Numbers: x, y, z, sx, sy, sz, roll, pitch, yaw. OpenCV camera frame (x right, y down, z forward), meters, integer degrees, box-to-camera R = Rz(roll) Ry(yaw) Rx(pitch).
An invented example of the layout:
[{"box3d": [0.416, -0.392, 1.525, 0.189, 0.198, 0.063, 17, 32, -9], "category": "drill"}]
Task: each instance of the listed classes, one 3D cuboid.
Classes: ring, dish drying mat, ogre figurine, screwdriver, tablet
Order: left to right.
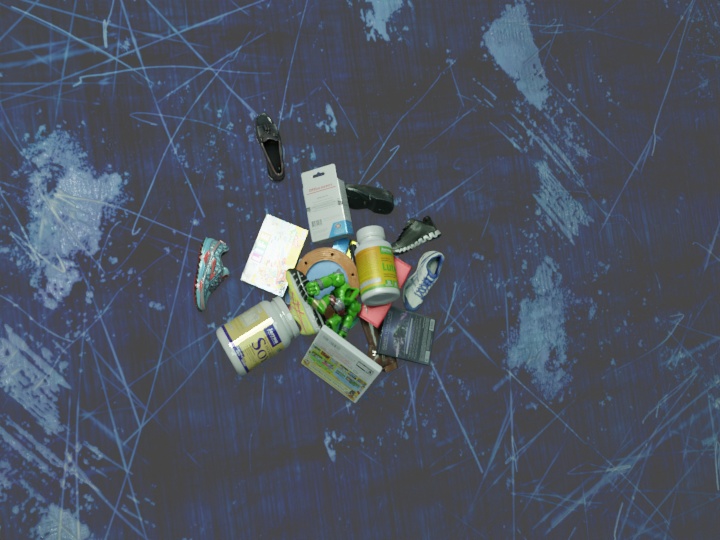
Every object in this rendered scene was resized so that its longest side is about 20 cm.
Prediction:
[{"box3d": [-0.122, 0.034, 1.607, 0.194, 0.014, 0.134, 1, 92, 5], "category": "tablet"}, {"box3d": [-0.097, 0.037, 1.589, 0.194, 0.019, 0.207, 0, 92, 6], "category": "ring"}, {"box3d": [-0.063, 0.089, 1.518, 0.120, 0.098, 0.202, -42, 100, -25], "category": "ogre figurine"}, {"box3d": [-0.001, 0.021, 1.591, 0.027, 0.029, 0.205, -4, 72, -35], "category": "screwdriver"}, {"box3d": [0.069, 0.060, 1.595, 0.076, 0.018, 0.203, 30, 84, 9], "category": "dish drying mat"}]

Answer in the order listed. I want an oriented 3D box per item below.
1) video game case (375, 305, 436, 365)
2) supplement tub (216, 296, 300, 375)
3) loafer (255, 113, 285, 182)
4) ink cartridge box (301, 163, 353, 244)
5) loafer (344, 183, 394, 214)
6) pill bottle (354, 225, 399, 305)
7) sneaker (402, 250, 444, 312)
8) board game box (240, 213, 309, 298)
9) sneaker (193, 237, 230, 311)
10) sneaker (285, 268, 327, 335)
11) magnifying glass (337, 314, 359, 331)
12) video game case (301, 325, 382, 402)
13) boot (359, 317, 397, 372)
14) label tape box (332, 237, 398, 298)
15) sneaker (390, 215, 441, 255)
[{"box3d": [0.140, 0.196, 1.672, 0.196, 0.019, 0.147, 17, 78, -30], "category": "video game case"}, {"box3d": [-0.279, 0.175, 1.521, 0.197, 0.145, 0.148, -31, 95, -15], "category": "supplement tub"}, {"box3d": [-0.255, -0.360, 1.605, 0.070, 0.063, 0.205, -14, 90, -16], "category": "loafer"}, {"box3d": [-0.096, -0.191, 1.608, 0.113, 0.068, 0.206, -12, 84, 16], "category": "ink cartridge box"}, {"box3d": [0.007, -0.227, 1.678, 0.195, 0.074, 0.073, 16, 43, -7], "category": "loafer"}, {"box3d": [0.042, -0.015, 1.550, 0.108, 0.111, 0.205, -3, 69, -15], "category": "pill bottle"}, {"box3d": [0.191, 0.030, 1.693, 0.074, 0.088, 0.204, 25, 81, -14], "category": "sneaker"}, {"box3d": [-0.243, -0.041, 1.586, 0.131, 0.034, 0.205, 20, 81, 2], "category": "board game box"}, {"box3d": [-0.407, 0.014, 1.531, 0.093, 0.079, 0.206, 9, 84, -17], "category": "sneaker"}, {"box3d": [-0.172, 0.094, 1.550, 0.089, 0.078, 0.204, -21, 95, 23], "category": "sneaker"}, {"box3d": [-0.059, 0.179, 1.647, 0.078, 0.022, 0.204, 24, 81, -13], "category": "magnifying glass"}, {"box3d": [-0.056, 0.265, 1.552, 0.198, 0.183, 0.023, 35, 43, 2], "category": "video game case"}, {"box3d": [0.016, 0.212, 1.643, 0.183, 0.064, 0.206, -14, 93, -29], "category": "boot"}, {"box3d": [0.000, 0.000, 1.647, 0.195, 0.063, 0.148, 20, 81, 4], "category": "label tape box"}, {"box3d": [0.151, -0.110, 1.705, 0.196, 0.066, 0.092, -24, 90, -20], "category": "sneaker"}]
